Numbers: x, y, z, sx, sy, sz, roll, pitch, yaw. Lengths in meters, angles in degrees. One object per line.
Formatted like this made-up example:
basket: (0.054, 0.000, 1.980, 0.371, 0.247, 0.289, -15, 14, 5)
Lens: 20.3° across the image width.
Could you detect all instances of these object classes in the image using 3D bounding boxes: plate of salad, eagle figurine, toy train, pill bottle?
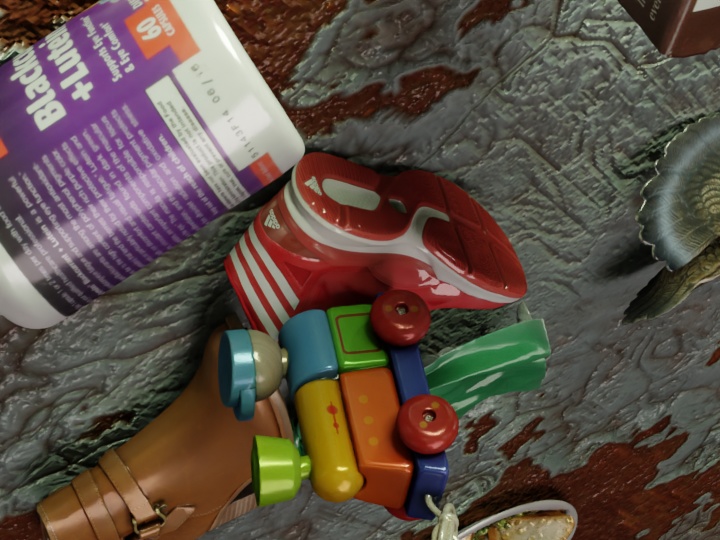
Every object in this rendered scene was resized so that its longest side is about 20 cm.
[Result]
plate of salad: (0.101, 0.262, 1.677, 0.199, 0.048, 0.201, -25, 151, -15)
eagle figurine: (0.273, -0.038, 1.347, 0.198, 0.151, 0.153, -2, 105, 4)
toy train: (-0.007, 0.108, 1.077, 0.115, 0.201, 0.085, -5, 143, -12)
pill bottle: (-0.134, -0.044, 0.912, 0.199, 0.112, 0.112, -34, 151, 0)

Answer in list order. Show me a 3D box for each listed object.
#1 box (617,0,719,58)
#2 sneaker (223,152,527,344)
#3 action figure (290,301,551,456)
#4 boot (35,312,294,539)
box: (0.159, -0.227, 0.834, 0.163, 0.201, 0.167, -18, 148, -26)
sneaker: (0.000, 0.000, 1.172, 0.199, 0.079, 0.115, 22, 130, -42)
action figure: (0.025, 0.083, 1.323, 0.198, 0.055, 0.118, -22, 151, -6)
boot: (-0.123, 0.114, 1.209, 0.153, 0.074, 0.201, -19, 146, -17)
